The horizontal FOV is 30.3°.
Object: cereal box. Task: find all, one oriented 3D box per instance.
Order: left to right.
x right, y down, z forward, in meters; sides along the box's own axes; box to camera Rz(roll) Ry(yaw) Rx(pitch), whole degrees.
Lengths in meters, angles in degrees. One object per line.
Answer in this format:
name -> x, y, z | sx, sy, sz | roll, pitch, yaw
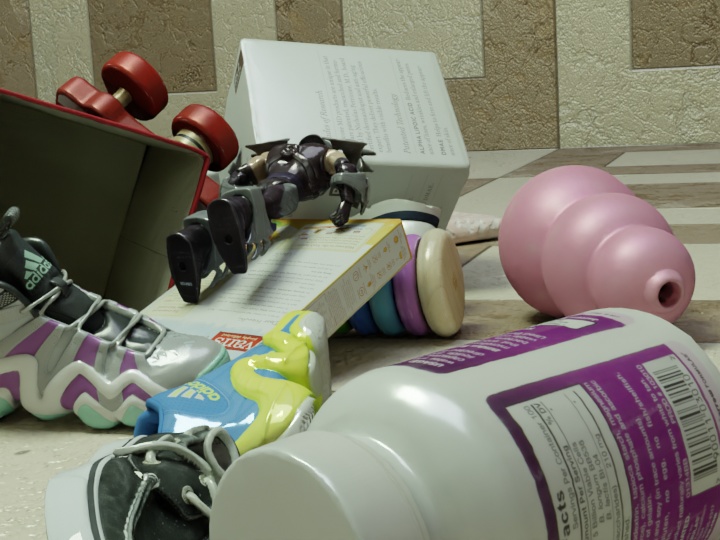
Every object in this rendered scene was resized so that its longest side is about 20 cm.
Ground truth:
cereal box -> -0.073, 0.023, 0.963 | 0.143, 0.040, 0.200 | 3, 32, 37

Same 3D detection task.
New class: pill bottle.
pill bottle -> 0.047, 0.083, 0.493 | 0.199, 0.113, 0.112 | -11, 12, -42

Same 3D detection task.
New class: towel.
towel -> 0.045, -0.051, 1.607 | 0.199, 0.032, 0.191 | -9, 11, -28

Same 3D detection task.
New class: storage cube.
storage cube -> -0.245, -0.038, 1.031 | 0.199, 0.172, 0.180 | 15, 1, -29

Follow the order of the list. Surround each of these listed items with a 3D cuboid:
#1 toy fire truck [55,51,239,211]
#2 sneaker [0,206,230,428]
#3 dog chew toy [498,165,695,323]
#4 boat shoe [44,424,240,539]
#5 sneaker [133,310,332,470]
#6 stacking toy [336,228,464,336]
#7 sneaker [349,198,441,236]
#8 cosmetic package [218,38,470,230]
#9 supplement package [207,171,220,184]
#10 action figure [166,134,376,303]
toy fire truck -> -0.208, -0.093, 1.246 | 0.112, 0.200, 0.168 | -50, -6, -27
sneaker -> -0.187, 0.024, 0.832 | 0.199, 0.141, 0.078 | -5, 25, 13
dog chew toy -> 0.189, -0.010, 1.033 | 0.124, 0.125, 0.200 | -6, 17, -18
boat shoe -> -0.076, 0.103, 0.540 | 0.068, 0.074, 0.199 | -18, 0, 0
sneaker -> -0.069, 0.070, 0.738 | 0.104, 0.076, 0.200 | -4, 10, 1
stacking toy -> -0.020, 0.020, 1.067 | 0.199, 0.086, 0.085 | -7, 7, 18
sneaker -> 0.000, 0.000, 1.177 | 0.076, 0.081, 0.200 | 6, -17, -28
cosmetic package -> -0.024, -0.104, 1.277 | 0.199, 0.165, 0.166 | 0, 49, -16
supplement package -> -0.184, -0.053, 1.421 | 0.116, 0.118, 0.200 | 3, 11, 23
action figure -> -0.066, -0.053, 0.994 | 0.130, 0.070, 0.200 | -11, 20, 33
